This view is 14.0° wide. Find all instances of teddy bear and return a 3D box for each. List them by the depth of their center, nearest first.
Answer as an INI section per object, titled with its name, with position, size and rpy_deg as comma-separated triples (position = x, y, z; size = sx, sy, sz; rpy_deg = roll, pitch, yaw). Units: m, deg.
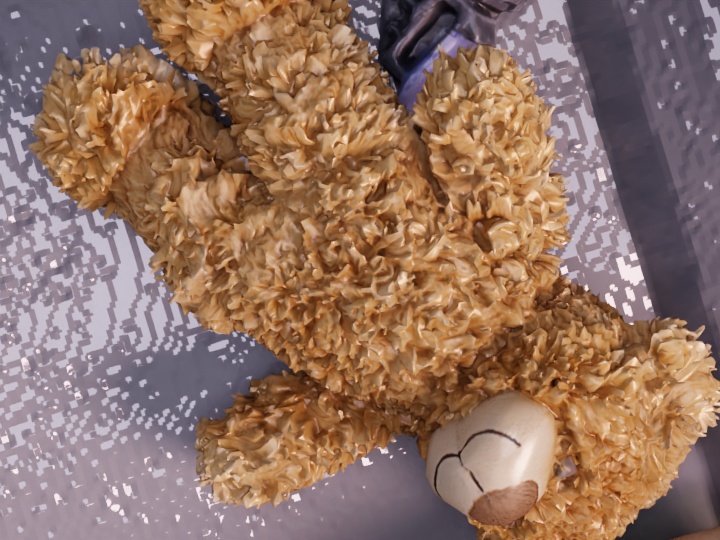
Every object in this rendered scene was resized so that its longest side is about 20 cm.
[teddy bear]
position = 0.000, 0.000, 0.773
size = 0.145, 0.067, 0.200
rpy_deg = -28, 95, 15

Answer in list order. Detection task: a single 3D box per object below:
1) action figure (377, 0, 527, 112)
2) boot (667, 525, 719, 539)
[action figure]
position = 0.033, -0.141, 0.760
size = 0.193, 0.105, 0.200
rpy_deg = 34, 101, 15
[boot]
position = 0.064, 0.180, 0.762
size = 0.166, 0.072, 0.200
rpy_deg = -29, 65, 5
